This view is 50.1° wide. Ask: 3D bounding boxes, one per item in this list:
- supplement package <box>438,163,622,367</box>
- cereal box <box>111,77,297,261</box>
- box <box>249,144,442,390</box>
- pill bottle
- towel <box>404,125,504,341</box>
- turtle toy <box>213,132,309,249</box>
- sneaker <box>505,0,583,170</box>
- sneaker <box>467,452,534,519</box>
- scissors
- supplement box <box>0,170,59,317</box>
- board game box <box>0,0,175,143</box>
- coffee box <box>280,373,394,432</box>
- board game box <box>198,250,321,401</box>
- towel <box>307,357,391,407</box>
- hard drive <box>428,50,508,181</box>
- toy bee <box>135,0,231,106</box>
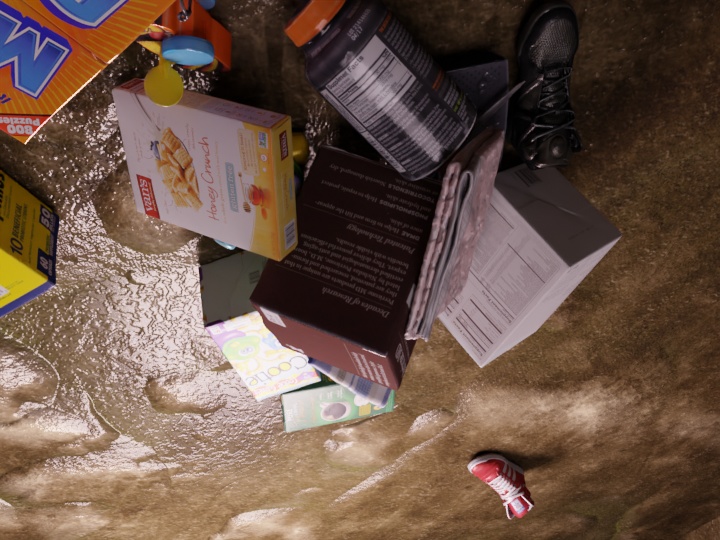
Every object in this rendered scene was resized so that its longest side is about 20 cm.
[{"bbox_3d":[0.198,-0.013,1.003,0.151,0.151,0.201,-22,154,-45],"label":"supplement package"},{"bbox_3d":[-0.156,-0.104,0.780,0.197,0.040,0.146,17,128,24],"label":"cereal box"},{"bbox_3d":[0.000,0.000,0.882,0.161,0.203,0.166,19,163,13],"label":"box"},{"bbox_3d":[0.016,-0.194,0.768,0.106,0.107,0.200,-38,111,25],"label":"pill bottle"},{"bbox_3d":[0.108,-0.043,0.842,0.032,0.191,0.203,19,115,14],"label":"towel"},{"bbox_3d":[-0.121,-0.098,0.867,0.143,0.102,0.202,-9,141,-9],"label":"turtle toy"},{"bbox_3d":[0.217,-0.194,0.867,0.075,0.115,0.201,-8,139,-12],"label":"sneaker"},{"bbox_3d":[0.314,0.476,1.690,0.071,0.114,0.199,-38,136,25],"label":"sneaker"},{"bbox_3d":[0.114,-0.147,0.897,0.198,0.014,0.073,-31,137,16],"label":"scissors"},{"bbox_3d":[-0.427,-0.050,0.808,0.108,0.110,0.200,-26,140,13],"label":"supplement box"},{"bbox_3d":[-0.256,-0.264,0.543,0.198,0.202,0.199,-33,138,21],"label":"board game box"},{"bbox_3d":[-0.039,0.208,1.305,0.196,0.044,0.124,-10,140,-8],"label":"coffee box"},{"bbox_3d":[-0.136,0.077,1.066,0.101,0.106,0.201,-18,140,4],"label":"board game box"},{"bbox_3d":[0.005,0.106,1.141,0.024,0.149,0.199,7,159,40],"label":"towel"},{"bbox_3d":[0.105,-0.165,0.915,0.132,0.043,0.202,-12,141,-5],"label":"hard drive"},{"bbox_3d":[-0.180,-0.229,0.678,0.106,0.133,0.201,2,157,1],"label":"toy bee"}]
